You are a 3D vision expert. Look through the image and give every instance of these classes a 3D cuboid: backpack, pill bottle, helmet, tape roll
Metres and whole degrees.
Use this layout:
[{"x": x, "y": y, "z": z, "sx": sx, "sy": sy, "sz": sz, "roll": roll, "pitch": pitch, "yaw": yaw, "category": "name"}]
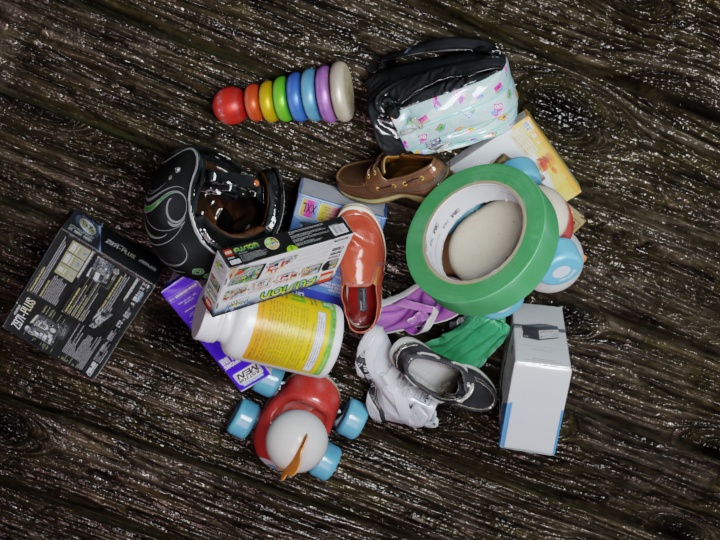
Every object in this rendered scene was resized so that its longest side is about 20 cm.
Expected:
[{"x": 0.114, "y": -0.235, "z": 1.608, "sx": 0.200, "sy": 0.167, "sz": 0.127, "roll": -15, "pitch": 128, "yaw": 7, "category": "backpack"}, {"x": -0.134, "y": 0.080, "z": 1.678, "sx": 0.200, "sy": 0.111, "sz": 0.111, "roll": 15, "pitch": 114, "yaw": -18, "category": "pill bottle"}, {"x": -0.213, "y": -0.083, "z": 1.657, "sx": 0.200, "sy": 0.191, "sz": 0.200, "roll": 3, "pitch": 85, "yaw": -31, "category": "helmet"}, {"x": 0.156, "y": -0.041, "z": 1.523, "sx": 0.200, "sy": 0.201, "sz": 0.048, "roll": -33, "pitch": 142, "yaw": 16, "category": "tape roll"}]

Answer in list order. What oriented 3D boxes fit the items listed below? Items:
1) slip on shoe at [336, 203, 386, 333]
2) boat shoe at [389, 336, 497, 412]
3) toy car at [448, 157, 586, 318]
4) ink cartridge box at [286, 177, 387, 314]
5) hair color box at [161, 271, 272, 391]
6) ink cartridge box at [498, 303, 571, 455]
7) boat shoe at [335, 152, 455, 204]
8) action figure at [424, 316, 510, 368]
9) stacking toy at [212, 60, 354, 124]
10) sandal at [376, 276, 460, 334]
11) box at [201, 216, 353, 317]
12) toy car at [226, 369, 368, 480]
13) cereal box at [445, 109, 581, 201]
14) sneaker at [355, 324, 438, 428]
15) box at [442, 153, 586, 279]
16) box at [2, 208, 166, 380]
[{"x": 0.000, "y": 0.000, "z": 1.677, "sx": 0.074, "sy": 0.061, "sz": 0.200, "roll": -1, "pitch": 113, "yaw": 3, "category": "slip on shoe"}, {"x": 0.131, "y": 0.164, "z": 1.734, "sx": 0.200, "sy": 0.060, "sz": 0.074, "roll": 35, "pitch": 96, "yaw": -27, "category": "boat shoe"}, {"x": 0.236, "y": -0.017, "z": 1.630, "sx": 0.177, "sy": 0.184, "sz": 0.200, "roll": -32, "pitch": 141, "yaw": 16, "category": "toy car"}, {"x": -0.050, "y": -0.020, "z": 1.744, "sx": 0.136, "sy": 0.076, "sz": 0.200, "roll": 16, "pitch": 115, "yaw": -3, "category": "ink cartridge box"}, {"x": -0.209, "y": 0.072, "z": 1.775, "sx": 0.065, "sy": 0.109, "sz": 0.200, "roll": -33, "pitch": 107, "yaw": 17, "category": "hair color box"}, {"x": 0.254, "y": 0.155, "z": 1.730, "sx": 0.084, "sy": 0.200, "sz": 0.145, "roll": 7, "pitch": 114, "yaw": 3, "category": "ink cartridge box"}, {"x": 0.044, "y": -0.138, "z": 1.649, "sx": 0.200, "sy": 0.072, "sz": 0.068, "roll": 5, "pitch": 146, "yaw": 39, "category": "boat shoe"}, {"x": 0.162, "y": 0.107, "z": 1.771, "sx": 0.118, "sy": 0.055, "sz": 0.200, "roll": 32, "pitch": 130, "yaw": -12, "category": "action figure"}, {"x": -0.113, "y": -0.241, "z": 1.652, "sx": 0.200, "sy": 0.085, "sz": 0.085, "roll": -6, "pitch": 113, "yaw": 10, "category": "stacking toy"}, {"x": 0.078, "y": 0.068, "z": 1.759, "sx": 0.203, "sy": 0.050, "sz": 0.082, "roll": -22, "pitch": 126, "yaw": 32, "category": "sandal"}, {"x": -0.113, "y": -0.006, "z": 1.604, "sx": 0.200, "sy": 0.035, "sz": 0.110, "roll": -17, "pitch": 150, "yaw": -33, "category": "box"}, {"x": -0.105, "y": 0.264, "z": 1.801, "sx": 0.184, "sy": 0.200, "sz": 0.177, "roll": 29, "pitch": 112, "yaw": -8, "category": "toy car"}, {"x": 0.198, "y": -0.119, "z": 1.701, "sx": 0.200, "sy": 0.040, "sz": 0.144, "roll": -34, "pitch": 110, "yaw": 16, "category": "cereal box"}, {"x": 0.063, "y": 0.166, "z": 1.780, "sx": 0.115, "sy": 0.075, "sz": 0.200, "roll": 14, "pitch": 138, "yaw": 25, "category": "sneaker"}, {"x": 0.200, "y": -0.052, "z": 1.701, "sx": 0.163, "sy": 0.021, "sz": 0.200, "roll": 36, "pitch": 113, "yaw": -17, "category": "box"}, {"x": -0.420, "y": 0.038, "z": 1.786, "sx": 0.164, "sy": 0.086, "sz": 0.200, "roll": 32, "pitch": 111, "yaw": -10, "category": "box"}]
